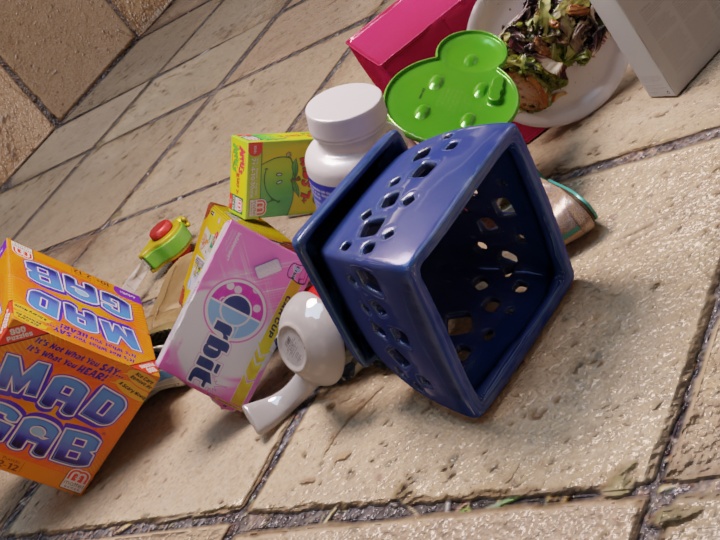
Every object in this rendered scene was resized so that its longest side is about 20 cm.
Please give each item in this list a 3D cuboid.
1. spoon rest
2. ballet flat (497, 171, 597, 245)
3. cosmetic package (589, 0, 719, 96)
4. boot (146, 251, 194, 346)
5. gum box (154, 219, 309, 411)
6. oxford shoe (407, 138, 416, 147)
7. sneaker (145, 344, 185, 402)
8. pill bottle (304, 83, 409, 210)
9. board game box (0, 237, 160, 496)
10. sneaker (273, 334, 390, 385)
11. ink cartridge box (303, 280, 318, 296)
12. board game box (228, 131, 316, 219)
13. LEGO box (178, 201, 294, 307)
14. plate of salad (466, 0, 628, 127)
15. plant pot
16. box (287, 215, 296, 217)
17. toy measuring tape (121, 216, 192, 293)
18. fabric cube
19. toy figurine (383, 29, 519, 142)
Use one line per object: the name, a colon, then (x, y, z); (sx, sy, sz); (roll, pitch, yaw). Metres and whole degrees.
spoon rest: (-0.066, 0.100, 1.266); (0.060, 0.100, 0.200); (-17, -27, -38)
ballet flat: (0.185, -0.075, 1.289); (0.067, 0.068, 0.200); (-44, 22, 4)
cosmetic package: (0.366, -0.319, 1.352); (0.200, 0.151, 0.052); (-45, 25, -16)
boot: (-0.294, 0.063, 1.739); (0.174, 0.066, 0.200); (-16, 31, 18)
gum box: (-0.149, 0.056, 1.389); (0.201, 0.113, 0.066); (-64, 11, -6)
oxford shoe: (0.055, -0.141, 1.578); (0.071, 0.073, 0.200); (-37, 24, 1)
sneaker: (-0.293, 0.141, 1.583); (0.199, 0.073, 0.072); (-30, 27, 23)
pill bottle: (0.004, -0.091, 1.266); (0.111, 0.201, 0.112); (-10, 34, 7)
board game box: (-0.401, 0.121, 1.507); (0.200, 0.199, 0.200); (-54, 31, 16)
sneaker: (-0.004, 0.069, 1.307); (0.199, 0.077, 0.085); (-8, 33, 34)
ink cartridge box: (0.000, 0.000, 1.415); (0.116, 0.067, 0.200); (-29, 26, 22)
board game box: (-0.074, -0.130, 1.577); (0.199, 0.102, 0.048); (-7, 20, -33)
LEGO box: (-0.161, 0.009, 1.540); (0.200, 0.077, 0.150); (37, 111, 66)
plate of salad: (0.223, -0.267, 1.401); (0.200, 0.200, 0.048); (-35, 13, 8)
plant pot: (0.062, -0.010, 1.135); (0.179, 0.201, 0.200); (11, 51, 41)
box: (-0.025, -0.165, 1.779); (0.137, 0.040, 0.200); (-6, 40, 52)
toy measuring tape: (-0.322, -0.023, 1.920); (0.073, 0.074, 0.200); (-19, 31, 38)
fabric cube: (0.131, -0.261, 1.528); (0.200, 0.200, 0.196); (-38, 22, 2)
toy figurine: (0.111, -0.145, 1.375); (0.149, 0.185, 0.201); (11, 50, 15)
